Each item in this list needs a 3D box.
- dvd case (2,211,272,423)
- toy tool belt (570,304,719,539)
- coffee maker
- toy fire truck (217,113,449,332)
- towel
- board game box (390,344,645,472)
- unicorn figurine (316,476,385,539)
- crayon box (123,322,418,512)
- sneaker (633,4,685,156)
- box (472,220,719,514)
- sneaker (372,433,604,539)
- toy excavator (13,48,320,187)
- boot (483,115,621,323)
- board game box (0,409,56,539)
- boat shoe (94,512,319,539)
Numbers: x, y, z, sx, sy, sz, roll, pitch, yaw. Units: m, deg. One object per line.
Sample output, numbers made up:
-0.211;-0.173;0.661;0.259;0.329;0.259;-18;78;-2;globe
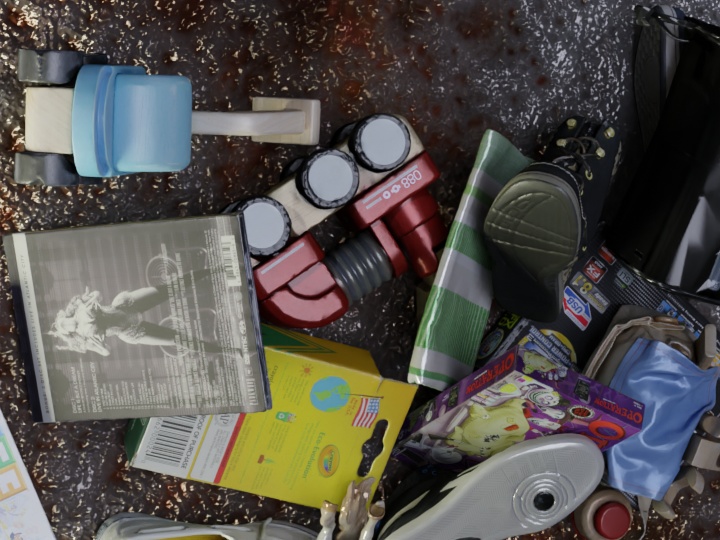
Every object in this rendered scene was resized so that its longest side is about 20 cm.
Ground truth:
-0.168;0.037;1.636;0.199;0.016;0.149;-4;100;22;dvd case
0.230;0.132;1.745;0.125;0.123;0.201;15;92;-20;toy tool belt
0.268;-0.086;1.713;0.192;0.135;0.201;21;103;2;coffee maker
0.000;0.000;1.712;0.176;0.129;0.200;-35;96;-12;toy fire truck
0.088;-0.002;1.711;0.023;0.153;0.201;19;89;17;towel
0.117;0.125;1.720;0.120;0.200;0.032;21;58;-21;board game box
-0.040;0.253;1.665;0.074;0.138;0.200;37;43;18;unicorn figurine
-0.070;0.111;1.707;0.199;0.051;0.127;16;109;-20;crayon box
0.306;-0.128;1.804;0.146;0.077;0.203;-10;108;-8;sneaker
0.210;0.079;1.820;0.200;0.044;0.160;43;82;-18;box
0.091;0.169;1.716;0.200;0.112;0.073;-31;109;6;sneaker
-0.141;-0.110;1.639;0.199;0.194;0.100;4;95;9;toy excavator
0.154;-0.067;1.700;0.073;0.204;0.154;19;63;11;boot
-0.328;0.144;1.648;0.134;0.034;0.200;-25;104;-15;board game box
-0.102;0.229;1.708;0.201;0.086;0.075;12;93;-20;boat shoe
